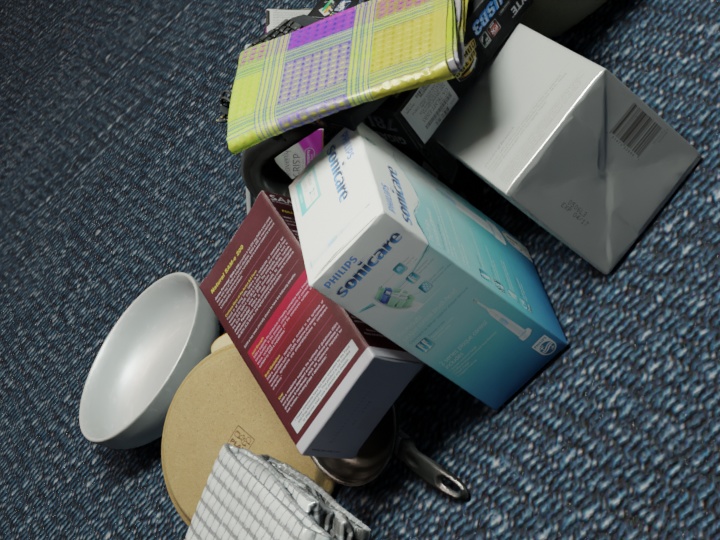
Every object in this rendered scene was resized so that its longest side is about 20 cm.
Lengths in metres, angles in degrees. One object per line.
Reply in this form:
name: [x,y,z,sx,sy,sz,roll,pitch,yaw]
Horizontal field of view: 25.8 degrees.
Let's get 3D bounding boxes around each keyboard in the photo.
keyboard: [-0.049,-0.152,1.271,0.127,0.021,0.200,-43,35,-11]

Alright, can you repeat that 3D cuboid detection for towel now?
towel: [-0.009,-0.161,1.218,0.199,0.023,0.144,-18,36,16]
towel: [-0.074,0.244,1.238,0.200,0.085,0.167,25,92,62]

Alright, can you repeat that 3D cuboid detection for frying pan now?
frying pan: [0.018,0.117,1.255,0.189,0.031,0.116,-1,94,44]

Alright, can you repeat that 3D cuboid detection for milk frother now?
milk frother: [0.008,-0.102,1.458,0.188,0.181,0.200,-31,6,36]

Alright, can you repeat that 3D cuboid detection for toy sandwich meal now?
toy sandwich meal: [-0.089,0.149,1.387,0.204,0.070,0.207,-5,79,27]

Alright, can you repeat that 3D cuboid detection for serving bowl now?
serving bowl: [-0.211,0.104,1.648,0.200,0.066,0.201,-38,32,29]

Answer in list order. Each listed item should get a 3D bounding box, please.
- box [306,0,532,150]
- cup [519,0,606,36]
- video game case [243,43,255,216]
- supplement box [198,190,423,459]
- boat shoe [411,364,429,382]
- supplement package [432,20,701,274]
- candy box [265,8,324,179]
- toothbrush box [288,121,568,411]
box: [0.032,-0.201,1.312,0.199,0.050,0.199,17,62,48]
cup: [0.161,-0.294,1.391,0.201,0.199,0.144,-111,40,-57]
video game case: [-0.108,-0.109,1.635,0.201,0.022,0.183,-96,5,-54]
supplement box: [-0.044,0.042,1.259,0.109,0.061,0.200,-54,50,24]
boat shoe: [0.000,0.000,1.316,0.072,0.072,0.201,-18,82,41]
supplement package: [0.150,-0.106,1.249,0.120,0.121,0.200,-52,29,5]
candy box: [-0.068,-0.158,1.626,0.137,0.061,0.201,92,177,-46]
toothbrush box: [0.050,-0.006,1.215,0.085,0.200,0.147,-44,30,19]
